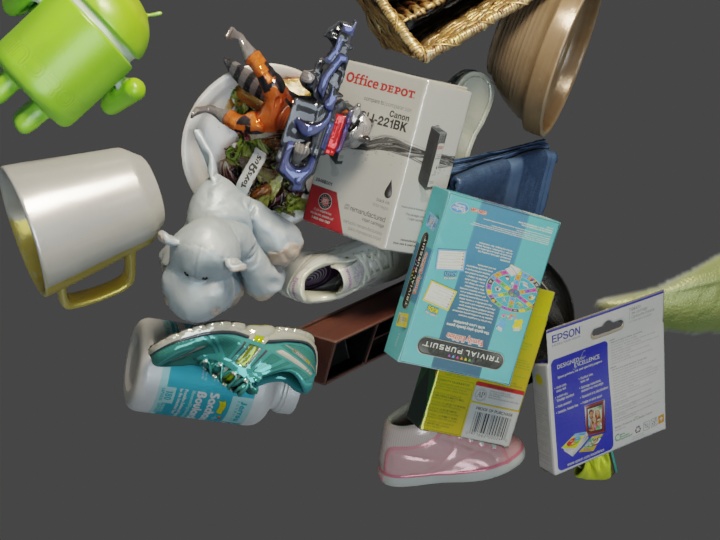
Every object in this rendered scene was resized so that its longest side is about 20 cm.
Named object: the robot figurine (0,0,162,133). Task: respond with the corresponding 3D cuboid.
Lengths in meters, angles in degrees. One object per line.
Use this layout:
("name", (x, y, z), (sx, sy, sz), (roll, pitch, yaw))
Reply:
("robot figurine", (-0.312, -0.237, 1.409), (0.200, 0.116, 0.175), (-45, 108, -3))

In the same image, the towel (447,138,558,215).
("towel", (0.159, -0.093, 1.595), (0.200, 0.048, 0.112), (-18, 127, -44))

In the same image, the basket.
("basket", (0.099, -0.349, 1.495), (0.200, 0.149, 0.143), (-30, 112, -7))

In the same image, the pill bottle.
("pill bottle", (-0.173, 0.124, 1.554), (0.199, 0.111, 0.111), (10, 101, -20))

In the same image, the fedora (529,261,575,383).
("fedora", (0.201, 0.069, 1.670), (0.200, 0.092, 0.201), (-5, 106, -17))

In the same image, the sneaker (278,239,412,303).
("sneaker", (0.000, 0.000, 1.584), (0.200, 0.100, 0.075), (-19, 107, -14))

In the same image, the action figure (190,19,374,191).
("action figure", (-0.068, -0.203, 1.460), (0.193, 0.105, 0.200), (27, 106, -3))

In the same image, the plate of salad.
("plate of salad", (-0.110, -0.142, 1.537), (0.200, 0.048, 0.201), (-5, 106, -17))

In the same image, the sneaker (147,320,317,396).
("sneaker", (-0.139, 0.101, 1.472), (0.200, 0.077, 0.080), (4, 71, -23))

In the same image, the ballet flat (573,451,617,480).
("ballet flat", (0.301, 0.194, 1.757), (0.067, 0.067, 0.200), (-9, 110, 4))

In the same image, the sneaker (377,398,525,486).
("sneaker", (0.120, 0.214, 1.692), (0.200, 0.075, 0.105), (-6, 111, -12))

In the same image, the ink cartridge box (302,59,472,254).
("ink cartridge box", (0.030, -0.133, 1.520), (0.084, 0.144, 0.201), (8, 100, -47))

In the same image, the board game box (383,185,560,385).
("board game box", (0.128, 0.019, 1.502), (0.151, 0.047, 0.200), (14, 97, -24))

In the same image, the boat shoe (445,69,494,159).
("boat shoe", (0.093, -0.154, 1.592), (0.075, 0.062, 0.200), (22, 95, -20))

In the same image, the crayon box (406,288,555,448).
("crayon box", (0.146, 0.103, 1.582), (0.127, 0.051, 0.200), (14, 97, -21))

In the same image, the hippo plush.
("hippo plush", (-0.146, -0.021, 1.460), (0.159, 0.161, 0.200), (17, 113, -6))

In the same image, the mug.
("mug", (-0.308, -0.060, 1.467), (0.153, 0.187, 0.150), (-21, 77, -21))

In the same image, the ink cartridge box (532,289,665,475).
("ink cartridge box", (0.307, 0.138, 1.674), (0.197, 0.047, 0.201), (-16, 109, -28))

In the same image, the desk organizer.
("desk organizer", (0.027, 0.074, 1.588), (0.200, 0.077, 0.072), (-24, 112, -34))

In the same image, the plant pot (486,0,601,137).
("plant pot", (0.211, -0.268, 1.556), (0.093, 0.201, 0.201), (22, 98, 12))
